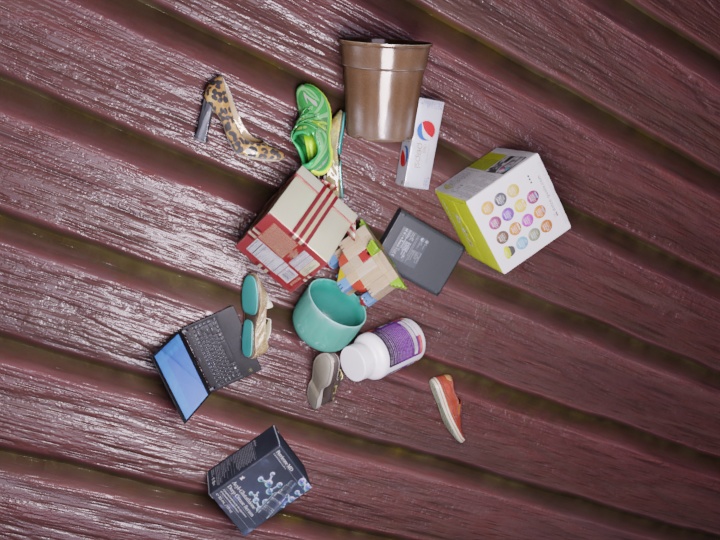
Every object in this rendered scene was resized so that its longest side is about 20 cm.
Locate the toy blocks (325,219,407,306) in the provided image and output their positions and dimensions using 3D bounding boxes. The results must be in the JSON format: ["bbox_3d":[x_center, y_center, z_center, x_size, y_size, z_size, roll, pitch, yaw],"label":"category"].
[{"bbox_3d":[0.000,0.000,1.503,0.136,0.100,0.201,-36,70,8],"label":"toy blocks"}]

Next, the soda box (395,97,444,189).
[{"bbox_3d":[0.134,-0.290,1.513,0.063,0.068,0.202,6,102,-18],"label":"soda box"}]

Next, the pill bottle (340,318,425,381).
[{"bbox_3d":[0.051,0.189,1.552,0.199,0.111,0.112,-17,111,-43],"label":"pill bottle"}]

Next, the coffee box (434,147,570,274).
[{"bbox_3d":[0.325,-0.145,1.537,0.197,0.200,0.200,-34,111,-5],"label":"coffee box"}]

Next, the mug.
[{"bbox_3d":[-0.066,0.116,1.518,0.184,0.153,0.115,20,123,-28],"label":"mug"}]

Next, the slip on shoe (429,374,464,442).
[{"bbox_3d":[0.239,0.360,1.718,0.061,0.074,0.201,-24,105,-12],"label":"slip on shoe"}]

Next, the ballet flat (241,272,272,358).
[{"bbox_3d":[-0.236,0.101,1.520,0.065,0.070,0.202,-7,109,-44],"label":"ballet flat"}]

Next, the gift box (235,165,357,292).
[{"bbox_3d":[-0.125,-0.080,1.411,0.200,0.184,0.187,43,47,-17],"label":"gift box"}]

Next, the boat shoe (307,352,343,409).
[{"bbox_3d":[-0.077,0.255,1.561,0.059,0.072,0.201,-13,142,-28],"label":"boat shoe"}]

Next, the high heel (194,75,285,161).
[{"bbox_3d":[-0.240,-0.316,1.392,0.198,0.071,0.144,17,106,-11],"label":"high heel"}]

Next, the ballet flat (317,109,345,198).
[{"bbox_3d":[-0.068,-0.255,1.469,0.070,0.071,0.202,-2,105,-16],"label":"ballet flat"}]

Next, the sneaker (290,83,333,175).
[{"bbox_3d":[-0.105,-0.305,1.404,0.074,0.083,0.202,-13,83,29],"label":"sneaker"}]

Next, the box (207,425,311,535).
[{"bbox_3d":[-0.244,0.504,1.593,0.199,0.107,0.149,-35,110,-6],"label":"box"}]

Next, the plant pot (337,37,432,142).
[{"bbox_3d":[0.047,-0.385,1.405,0.199,0.200,0.200,-4,112,-15],"label":"plant pot"}]

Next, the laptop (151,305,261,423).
[{"bbox_3d":[-0.340,0.209,1.488,0.199,0.103,0.178,-23,110,-9],"label":"laptop"}]

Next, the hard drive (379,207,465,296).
[{"bbox_3d":[0.141,-0.042,1.600,0.199,0.033,0.140,28,95,-21],"label":"hard drive"}]
